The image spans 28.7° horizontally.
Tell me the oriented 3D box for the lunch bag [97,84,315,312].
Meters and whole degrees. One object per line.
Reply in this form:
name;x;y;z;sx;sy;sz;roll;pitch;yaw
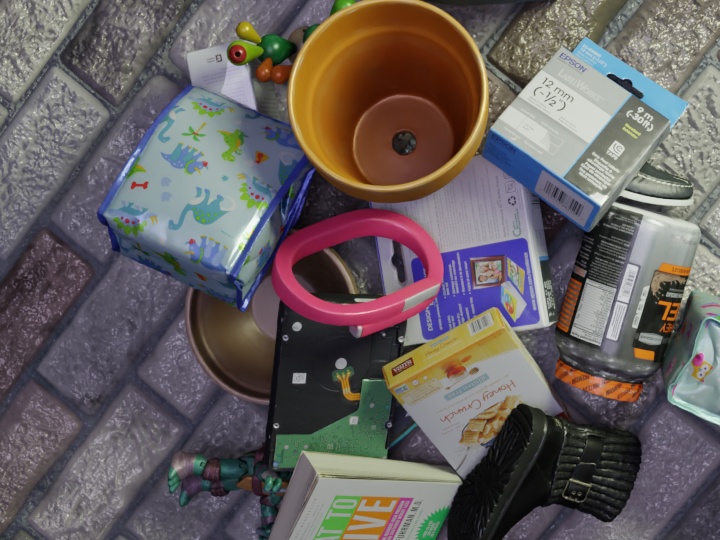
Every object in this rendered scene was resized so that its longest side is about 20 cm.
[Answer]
lunch bag;-0.153;-0.086;1.483;0.169;0.128;0.201;24;71;9

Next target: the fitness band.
fitness band;0.000;0.000;1.498;0.144;0.199;0.038;46;140;31

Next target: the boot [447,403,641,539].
boot;0.205;0.252;1.560;0.157;0.080;0.212;19;116;-25

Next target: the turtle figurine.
turtle figurine;-0.116;0.252;1.624;0.198;0.101;0.150;6;137;11

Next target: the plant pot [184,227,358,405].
plant pot;-0.092;0.046;1.599;0.199;0.093;0.203;1;96;10

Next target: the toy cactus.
toy cactus;-0.058;-0.255;1.526;0.199;0.165;0.103;-24;97;-12

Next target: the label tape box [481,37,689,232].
label tape box;0.244;-0.161;1.482;0.143;0.066;0.200;36;69;13

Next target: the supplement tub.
supplement tub;0.283;0.032;1.519;0.122;0.122;0.202;17;99;8

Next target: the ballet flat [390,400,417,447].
ballet flat;0.086;0.124;1.590;0.199;0.073;0.073;-36;89;13

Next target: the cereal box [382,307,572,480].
cereal box;0.132;0.141;1.539;0.143;0.040;0.200;-30;129;11

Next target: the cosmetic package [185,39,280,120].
cosmetic package;-0.131;-0.151;1.583;0.071;0.101;0.202;-11;93;12

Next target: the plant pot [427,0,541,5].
plant pot;0.093;-0.375;1.483;0.198;0.196;0.198;-7;94;15

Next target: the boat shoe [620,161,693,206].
boat shoe;0.270;-0.118;1.531;0.198;0.076;0.061;15;103;7

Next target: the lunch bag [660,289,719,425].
lunch bag;0.425;0.117;1.478;0.199;0.170;0.123;25;103;3

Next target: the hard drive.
hard drive;-0.028;0.122;1.531;0.139;0.038;0.202;1;110;-15

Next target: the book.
book;0.003;0.274;1.563;0.199;0.048;0.134;9;115;-34

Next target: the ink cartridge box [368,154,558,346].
ink cartridge box;0.111;-0.024;1.562;0.199;0.043;0.200;-10;88;32

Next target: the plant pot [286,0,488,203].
plant pot;0.036;-0.155;1.461;0.198;0.183;0.202;-1;78;7
